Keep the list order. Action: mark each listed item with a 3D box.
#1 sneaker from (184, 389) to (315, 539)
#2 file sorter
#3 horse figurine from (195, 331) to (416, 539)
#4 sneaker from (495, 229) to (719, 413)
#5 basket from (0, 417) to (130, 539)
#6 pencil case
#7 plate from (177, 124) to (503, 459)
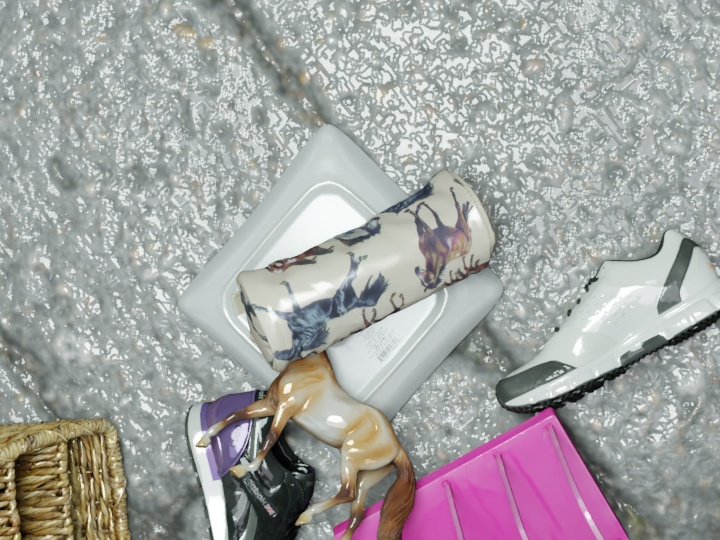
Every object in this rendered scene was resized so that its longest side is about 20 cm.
[{"bbox_3d":[-0.073,0.196,0.992,0.086,0.076,0.203,-15,94,12],"label":"sneaker"},{"bbox_3d":[0.100,0.233,0.932,0.198,0.126,0.140,-30,113,9],"label":"file sorter"},{"bbox_3d":[-0.028,0.128,0.949,0.199,0.050,0.133,38,70,10],"label":"horse figurine"},{"bbox_3d":[0.187,0.043,0.958,0.198,0.074,0.081,-31,76,5],"label":"sneaker"},{"bbox_3d":[-0.272,0.228,0.988,0.146,0.143,0.203,-3,96,8],"label":"basket"},{"bbox_3d":[0.000,0.000,0.923,0.198,0.090,0.079,-26,116,-5],"label":"pencil case"},{"bbox_3d":[-0.019,0.022,0.992,0.200,0.032,0.200,42,99,1],"label":"plate"}]
